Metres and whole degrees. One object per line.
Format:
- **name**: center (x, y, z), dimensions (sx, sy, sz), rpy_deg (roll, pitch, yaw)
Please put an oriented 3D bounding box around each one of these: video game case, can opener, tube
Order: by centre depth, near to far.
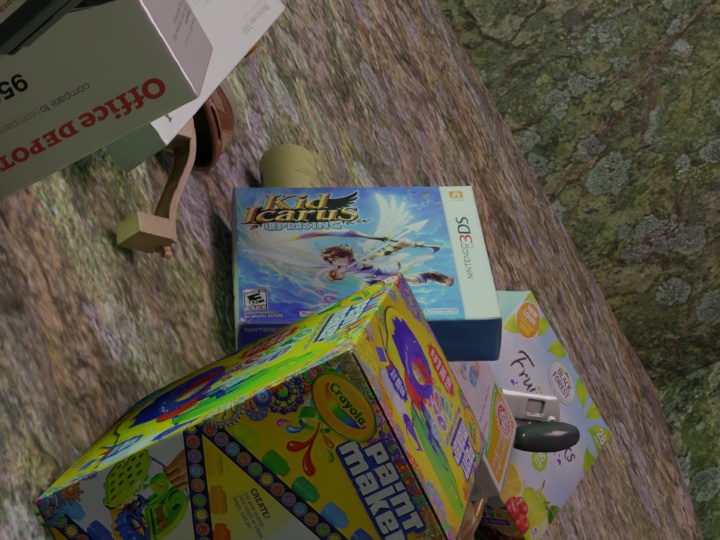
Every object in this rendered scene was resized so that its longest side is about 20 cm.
- **video game case**: center (0.000, 0.000, 1.438), dimensions (0.182, 0.198, 0.046), rpy_deg (-98, -171, -55)
- **tube**: center (-0.054, -0.019, 1.592), dimensions (0.058, 0.052, 0.201), rpy_deg (12, 47, -22)
- **can opener**: center (0.120, 0.137, 1.738), dimensions (0.199, 0.067, 0.054), rpy_deg (10, 93, -35)

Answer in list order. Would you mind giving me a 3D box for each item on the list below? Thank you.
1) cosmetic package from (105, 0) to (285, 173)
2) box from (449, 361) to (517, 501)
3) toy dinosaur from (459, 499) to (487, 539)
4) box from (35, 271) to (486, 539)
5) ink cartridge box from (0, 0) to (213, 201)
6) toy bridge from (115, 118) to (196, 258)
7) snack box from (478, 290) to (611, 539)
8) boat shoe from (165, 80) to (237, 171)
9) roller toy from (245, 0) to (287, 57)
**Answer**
- **cosmetic package**: center (-0.151, -0.183, 1.277), dimensions (0.151, 0.052, 0.200), rpy_deg (48, 40, -13)
- **box**: center (0.041, 0.093, 1.548), dimensions (0.201, 0.112, 0.102), rpy_deg (63, 24, -23)
- **toy dinosaur**: center (0.094, 0.229, 1.738), dimensions (0.200, 0.058, 0.102), rpy_deg (70, 22, -53)
- **box**: center (-0.045, 0.112, 1.037), dimensions (0.123, 0.192, 0.200), rpy_deg (63, 12, -6)
- **ink cartridge box**: center (-0.195, -0.163, 1.059), dimensions (0.201, 0.144, 0.084), rpy_deg (59, 15, -23)
- **toy bridge**: center (-0.147, -0.100, 1.294), dimensions (0.067, 0.027, 0.201), rpy_deg (13, 58, -43)
- **snack box**: center (0.149, 0.148, 1.857), dimensions (0.169, 0.067, 0.201), rpy_deg (-48, 121, -32)
- **boat shoe**: center (-0.154, -0.156, 1.383), dimensions (0.200, 0.075, 0.072), rpy_deg (51, 24, -33)
- **roller toy**: center (-0.143, -0.264, 1.479), dimensions (0.183, 0.139, 0.200), rpy_deg (59, 14, -23)
